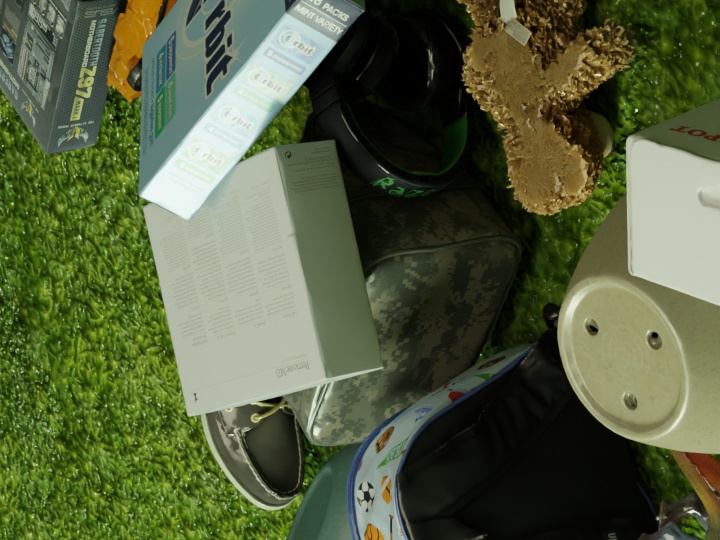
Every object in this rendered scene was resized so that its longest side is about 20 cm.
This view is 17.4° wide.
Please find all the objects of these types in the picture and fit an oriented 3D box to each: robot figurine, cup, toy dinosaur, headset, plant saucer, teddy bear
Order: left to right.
[{"bbox_3d":[-0.128,-0.183,1.742,0.145,0.058,0.200,49,139,22],"label":"robot figurine"},{"bbox_3d":[-0.025,0.199,1.717,0.039,0.202,0.201,23,138,-10],"label":"plant saucer"},{"bbox_3d":[0.022,-0.148,1.539,0.094,0.123,0.201,-33,64,43],"label":"headset"},{"bbox_3d":[0.115,-0.138,1.482,0.145,0.067,0.201,-41,69,42],"label":"teddy bear"},{"bbox_3d":[0.201,0.029,1.387,0.200,0.143,0.201,25,127,40],"label":"cup"},{"bbox_3d":[0.260,0.183,1.447,0.181,0.105,0.201,4,100,28],"label":"toy dinosaur"}]

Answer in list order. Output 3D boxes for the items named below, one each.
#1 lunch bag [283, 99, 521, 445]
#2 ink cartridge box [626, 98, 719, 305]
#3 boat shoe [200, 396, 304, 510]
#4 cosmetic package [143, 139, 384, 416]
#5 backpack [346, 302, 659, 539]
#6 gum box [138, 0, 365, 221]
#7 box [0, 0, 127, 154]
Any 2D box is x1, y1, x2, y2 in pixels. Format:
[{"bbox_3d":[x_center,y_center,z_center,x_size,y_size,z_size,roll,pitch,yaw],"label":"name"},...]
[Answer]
[{"bbox_3d":[0.000,0.000,1.628,0.168,0.139,0.201,59,144,38],"label":"lunch bag"},{"bbox_3d":[0.256,-0.046,1.236,0.144,0.199,0.085,20,123,43],"label":"ink cartridge box"},{"bbox_3d":[-0.088,0.088,1.819,0.060,0.071,0.202,-23,87,56],"label":"boat shoe"},{"bbox_3d":[-0.068,0.009,1.556,0.200,0.051,0.152,-18,81,58],"label":"cosmetic package"},{"bbox_3d":[0.084,0.152,1.551,0.154,0.190,0.201,-26,88,53],"label":"backpack"},{"bbox_3d":[-0.075,-0.158,1.539,0.200,0.044,0.170,-49,28,30],"label":"gum box"},{"bbox_3d":[-0.262,-0.216,1.871,0.200,0.051,0.158,52,140,33],"label":"box"}]
